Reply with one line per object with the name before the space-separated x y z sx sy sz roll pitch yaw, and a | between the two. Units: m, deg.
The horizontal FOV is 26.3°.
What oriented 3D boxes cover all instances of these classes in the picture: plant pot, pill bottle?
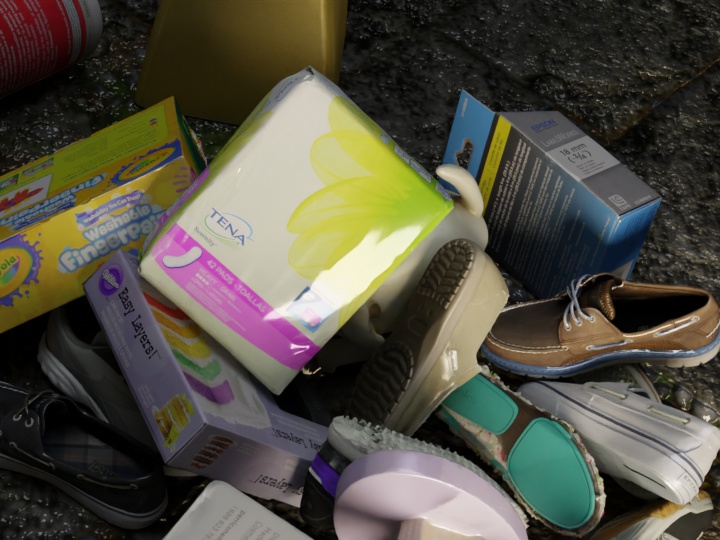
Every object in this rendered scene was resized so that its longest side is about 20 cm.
plant pot | -0.105 -0.275 1.530 0.199 0.177 0.201 10 43 -4
pill bottle | -0.351 -0.219 1.455 0.112 0.113 0.200 36 47 22

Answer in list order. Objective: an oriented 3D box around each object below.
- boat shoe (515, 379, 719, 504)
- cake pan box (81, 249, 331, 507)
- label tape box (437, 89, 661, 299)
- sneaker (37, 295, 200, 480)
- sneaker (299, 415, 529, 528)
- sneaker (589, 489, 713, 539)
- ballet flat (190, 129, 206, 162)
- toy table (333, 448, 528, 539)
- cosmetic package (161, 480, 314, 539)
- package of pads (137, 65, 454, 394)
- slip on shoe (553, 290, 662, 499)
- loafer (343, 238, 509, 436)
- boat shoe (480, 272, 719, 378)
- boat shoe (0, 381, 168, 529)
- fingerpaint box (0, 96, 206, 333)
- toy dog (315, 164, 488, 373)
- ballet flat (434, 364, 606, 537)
boat shoe | 0.208 0.124 1.232 0.067 0.074 0.200 -46 39 -14
cake pan box | -0.103 0.088 1.176 0.200 0.052 0.185 29 24 -48
label tape box | 0.165 -0.064 1.404 0.063 0.145 0.200 -25 55 -34
sneaker | -0.177 0.089 1.206 0.200 0.080 0.074 36 46 20
sneaker | 0.034 0.183 1.169 0.199 0.100 0.070 25 9 -32
sneaker | 0.213 0.235 1.175 0.199 0.076 0.088 -23 83 -43
ballet flat | -0.161 -0.056 1.361 0.075 0.064 0.201 -6 47 -13
toy table | 0.048 0.223 1.053 0.183 0.200 0.118 -19 44 28
cosmetic package | -0.081 0.276 0.947 0.164 0.201 0.165 30 45 15
package of pads | -0.053 -0.033 1.142 0.154 0.200 0.068 42 6 -13
slip on shoe | 0.219 0.103 1.306 0.061 0.074 0.201 19 37 -44
loafer | 0.057 0.074 1.225 0.068 0.201 0.076 26 11 -31
boat shoe | 0.194 0.037 1.261 0.198 0.073 0.073 -5 50 6
boat shoe | -0.232 0.124 1.163 0.199 0.067 0.070 29 45 15
fingerpaint box | -0.221 -0.046 1.242 0.199 0.074 0.167 -25 24 0
toy dog | 0.000 0.000 1.269 0.199 0.194 0.140 -1 53 -27
ballet flat | 0.133 0.139 1.233 0.076 0.064 0.200 -47 53 5
